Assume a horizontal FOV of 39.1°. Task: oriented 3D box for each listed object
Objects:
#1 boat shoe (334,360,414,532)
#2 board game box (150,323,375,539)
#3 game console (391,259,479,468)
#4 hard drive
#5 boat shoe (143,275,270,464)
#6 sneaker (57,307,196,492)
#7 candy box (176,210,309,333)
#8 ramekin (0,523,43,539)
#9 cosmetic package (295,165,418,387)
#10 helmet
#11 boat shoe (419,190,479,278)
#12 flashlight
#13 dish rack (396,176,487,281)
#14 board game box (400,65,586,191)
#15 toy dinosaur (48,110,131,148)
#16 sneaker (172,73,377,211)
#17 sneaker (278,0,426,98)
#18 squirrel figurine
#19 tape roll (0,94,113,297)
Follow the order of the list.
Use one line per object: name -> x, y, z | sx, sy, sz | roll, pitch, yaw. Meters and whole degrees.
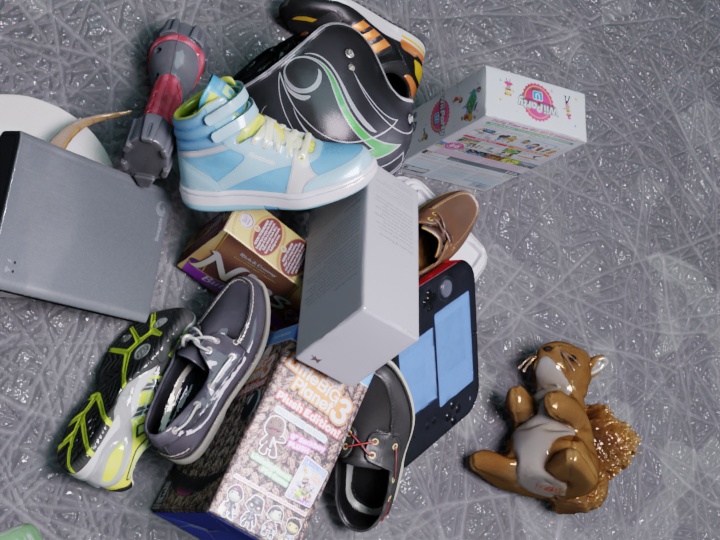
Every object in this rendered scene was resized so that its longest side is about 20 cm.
boat shoe -> 0.012, 0.186, 1.073 | 0.063, 0.074, 0.202 | -46, 144, -58
board game box -> -0.098, 0.171, 1.012 | 0.097, 0.159, 0.200 | 35, 63, -19
game console -> 0.081, 0.101, 1.143 | 0.177, 0.031, 0.200 | -34, 125, -50
hard drive -> -0.268, -0.035, 0.964 | 0.200, 0.033, 0.140 | 22, 76, -57
boat shoe -> -0.149, 0.088, 0.989 | 0.063, 0.073, 0.200 | 48, 60, -53
sneaker -> -0.221, 0.126, 1.013 | 0.076, 0.075, 0.200 | 49, 60, -36
candy box -> -0.083, 0.016, 1.081 | 0.200, 0.117, 0.057 | 38, 55, -19
ramekin -> -0.335, 0.287, 0.827 | 0.200, 0.200, 0.098 | -21, 82, -33
cosmetic package -> 0.000, 0.000, 0.991 | 0.071, 0.101, 0.200 | 31, 41, -26
helmet -> -0.042, -0.157, 1.109 | 0.200, 0.200, 0.191 | -48, 113, -30
boat shoe -> 0.078, -0.032, 1.169 | 0.200, 0.068, 0.072 | -39, 99, -32
flashlight -> -0.201, -0.179, 1.043 | 0.068, 0.068, 0.200 | 45, 31, -32
dish rack -> 0.065, -0.005, 1.221 | 0.172, 0.044, 0.200 | 44, 60, -14
board game box -> 0.148, -0.164, 1.214 | 0.147, 0.200, 0.064 | 9, 74, -29
toy dinosaur -> -0.309, -0.095, 0.978 | 0.106, 0.060, 0.200 | 40, 61, -50
sneaker -> -0.089, -0.128, 0.970 | 0.080, 0.200, 0.131 | -86, 168, -57
sneaker -> -0.008, -0.263, 1.220 | 0.200, 0.070, 0.090 | 18, 67, -29
squirrel figurine -> 0.254, 0.191, 1.254 | 0.200, 0.141, 0.187 | 40, 50, -33
tape roll -> -0.340, -0.074, 0.998 | 0.202, 0.037, 0.203 | 8, 75, -30
